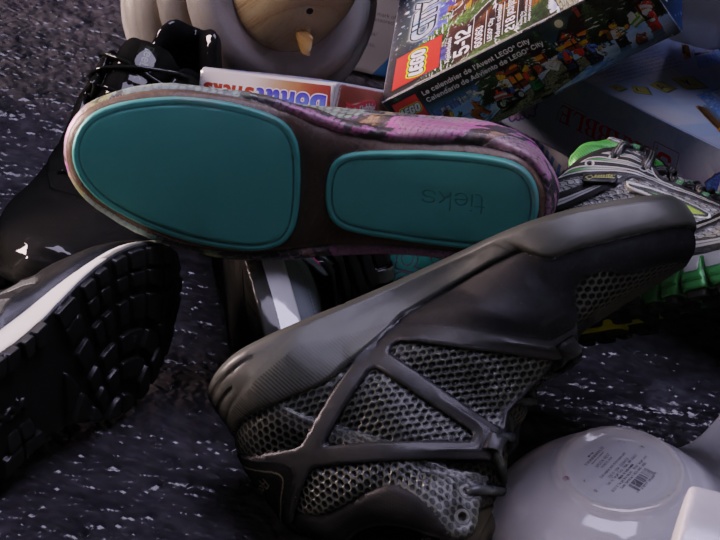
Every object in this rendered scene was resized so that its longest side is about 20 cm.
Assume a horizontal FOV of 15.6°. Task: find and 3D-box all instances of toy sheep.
[{"bbox_3d":[-0.055,-0.139,1.317,0.137,0.139,0.200,-1,-4,-24],"label":"toy sheep"}]

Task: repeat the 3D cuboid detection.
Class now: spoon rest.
[{"bbox_3d":[0.130,0.080,1.082,0.099,0.061,0.200,27,44,29],"label":"spoon rest"}]

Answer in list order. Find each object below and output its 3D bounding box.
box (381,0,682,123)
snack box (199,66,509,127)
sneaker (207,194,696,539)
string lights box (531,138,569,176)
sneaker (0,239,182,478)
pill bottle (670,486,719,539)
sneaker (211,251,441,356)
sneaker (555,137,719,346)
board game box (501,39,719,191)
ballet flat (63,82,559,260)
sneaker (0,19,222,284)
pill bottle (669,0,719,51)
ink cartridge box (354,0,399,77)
[{"bbox_3d":[0.084,-0.149,1.231,0.136,0.038,0.201,-25,31,24],"label":"box"},{"bbox_3d":[0.003,-0.074,1.251,0.071,0.025,0.200,9,3,27],"label":"snack box"},{"bbox_3d":[0.052,0.049,1.010,0.198,0.076,0.115,-26,77,-7],"label":"sneaker"},{"bbox_3d":[0.183,-0.032,1.297,0.199,0.059,0.103,1,29,-22],"label":"string lights box"},{"bbox_3d":[-0.149,0.027,1.034,0.087,0.076,0.200,19,27,24],"label":"sneaker"},{"bbox_3d":[0.199,0.142,0.919,0.199,0.113,0.112,17,27,7],"label":"pill bottle"},{"bbox_3d":[0.000,0.000,1.142,0.120,0.084,0.200,-2,28,-8],"label":"sneaker"},{"bbox_3d":[0.123,-0.019,1.080,0.199,0.086,0.078,-5,-14,21],"label":"sneaker"},{"bbox_3d":[0.192,-0.074,1.268,0.199,0.041,0.199,31,31,36],"label":"board game box"},{"bbox_3d":[-0.019,-0.040,1.068,0.198,0.070,0.071,5,14,0],"label":"ballet flat"},{"bbox_3d":[-0.111,-0.053,1.177,0.075,0.091,0.200,16,29,5],"label":"sneaker"},{"bbox_3d":[0.247,-0.124,1.214,0.199,0.112,0.111,14,27,6],"label":"pill bottle"},{"bbox_3d":[0.032,-0.209,1.412,0.144,0.201,0.084,13,27,0],"label":"ink cartridge box"}]
